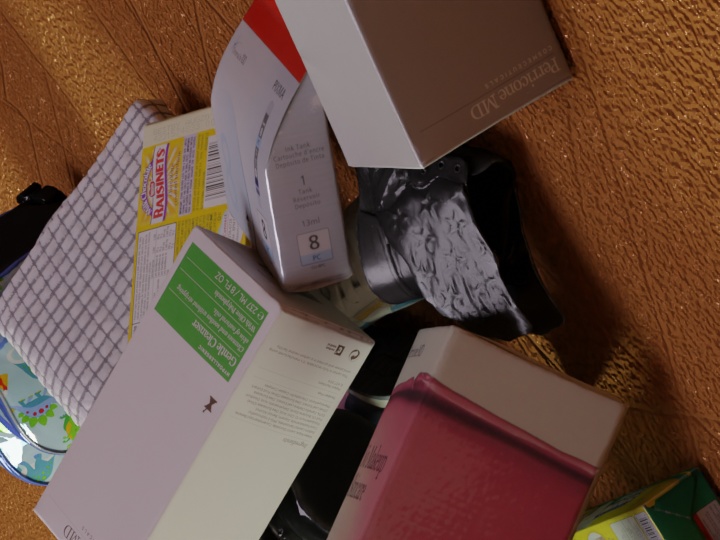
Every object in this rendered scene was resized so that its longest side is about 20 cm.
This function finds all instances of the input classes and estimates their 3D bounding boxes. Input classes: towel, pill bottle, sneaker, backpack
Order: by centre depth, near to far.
[{"bbox_3d":[0.044,-0.055,1.392,0.104,0.060,0.201,-14,84,40],"label":"sneaker"},{"bbox_3d":[0.000,0.000,1.529,0.077,0.081,0.200,57,157,7],"label":"sneaker"},{"bbox_3d":[-0.059,0.161,1.573,0.112,0.112,0.200,57,138,5],"label":"pill bottle"},{"bbox_3d":[-0.001,0.072,1.641,0.200,0.070,0.082,33,156,58],"label":"sneaker"},{"bbox_3d":[-0.144,0.005,1.721,0.085,0.200,0.166,23,-164,-45],"label":"towel"},{"bbox_3d":[-0.244,0.065,1.997,0.147,0.183,0.201,32,151,49],"label":"backpack"}]

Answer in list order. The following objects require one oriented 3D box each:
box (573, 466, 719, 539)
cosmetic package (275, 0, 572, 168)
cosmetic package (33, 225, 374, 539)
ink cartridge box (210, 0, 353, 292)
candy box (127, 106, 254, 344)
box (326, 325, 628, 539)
[{"bbox_3d":[0.168,0.187,1.458,0.118,0.048,0.200,58,156,2],"label":"box"},{"bbox_3d":[0.012,-0.159,1.267,0.201,0.107,0.090,63,157,-14],"label":"cosmetic package"},{"bbox_3d":[-0.092,0.092,1.476,0.085,0.201,0.108,23,-169,-43],"label":"cosmetic package"},{"bbox_3d":[-0.057,-0.107,1.459,0.160,0.047,0.201,-126,24,-67],"label":"ink cartridge box"},{"bbox_3d":[-0.102,-0.006,1.607,0.102,0.026,0.201,-13,66,41],"label":"candy box"},{"bbox_3d":[0.048,0.141,1.390,0.109,0.201,0.128,24,174,-6],"label":"box"}]
